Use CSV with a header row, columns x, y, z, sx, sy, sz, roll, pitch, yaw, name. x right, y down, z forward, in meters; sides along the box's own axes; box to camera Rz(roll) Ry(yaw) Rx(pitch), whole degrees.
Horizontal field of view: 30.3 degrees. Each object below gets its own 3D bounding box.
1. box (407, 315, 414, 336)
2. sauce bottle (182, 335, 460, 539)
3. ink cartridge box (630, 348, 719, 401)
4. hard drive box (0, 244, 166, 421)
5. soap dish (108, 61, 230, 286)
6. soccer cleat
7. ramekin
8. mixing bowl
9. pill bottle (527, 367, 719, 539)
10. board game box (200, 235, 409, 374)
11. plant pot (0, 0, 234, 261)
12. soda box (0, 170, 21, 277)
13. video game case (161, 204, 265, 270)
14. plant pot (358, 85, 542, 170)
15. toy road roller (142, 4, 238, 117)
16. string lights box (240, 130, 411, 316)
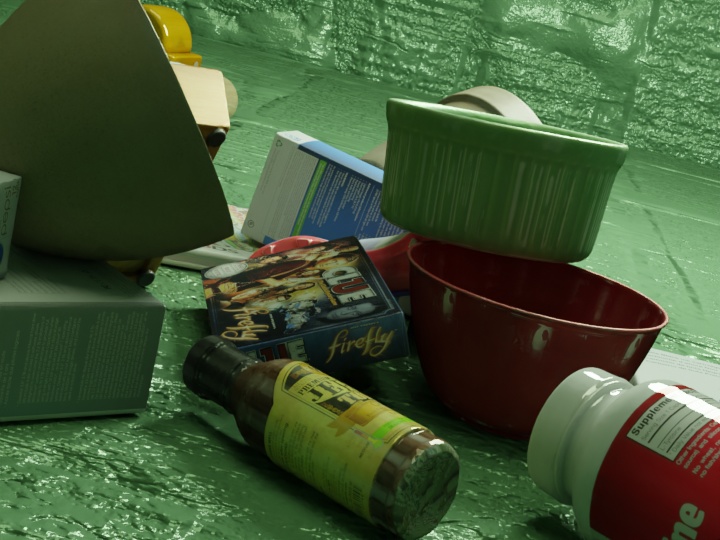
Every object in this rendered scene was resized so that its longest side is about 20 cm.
x,y,z,sx,sy,sz,roll,pitch,yaw,name
0.148,0.049,1.201,0.136,0.038,0.199,20,16,26,box
-0.032,0.093,0.810,0.199,0.065,0.064,25,18,36,sauce bottle
0.314,0.111,1.116,0.197,0.041,0.200,14,14,0,ink cartridge box
-0.248,0.029,0.827,0.199,0.078,0.155,2,18,-41,hard drive box
-0.201,-0.072,1.048,0.156,0.201,0.081,0,40,-46,soap dish
0.000,0.000,1.151,0.198,0.068,0.076,-8,-8,8,soccer cleat
0.110,-0.073,1.080,0.198,0.099,0.200,11,9,-2,ramekin
0.120,0.059,0.994,0.198,0.110,0.200,12,13,-3,mixing bowl
0.197,0.133,0.774,0.112,0.113,0.199,0,19,-44,pill bottle
-0.048,0.029,1.005,0.134,0.035,0.200,-12,19,-7,board game box
-0.183,-0.087,0.856,0.133,0.202,0.200,-25,24,-9,plant pot
-0.305,-0.047,0.777,0.198,0.064,0.068,15,14,9,soda box
-0.166,-0.040,1.278,0.180,0.023,0.200,11,14,-12,video game case
0.080,-0.073,1.362,0.172,0.202,0.199,-19,30,-33,plant pot
-0.274,-0.301,1.926,0.198,0.148,0.123,18,15,17,toy road roller
-0.001,-0.042,1.231,0.199,0.104,0.059,26,15,13,string lights box
